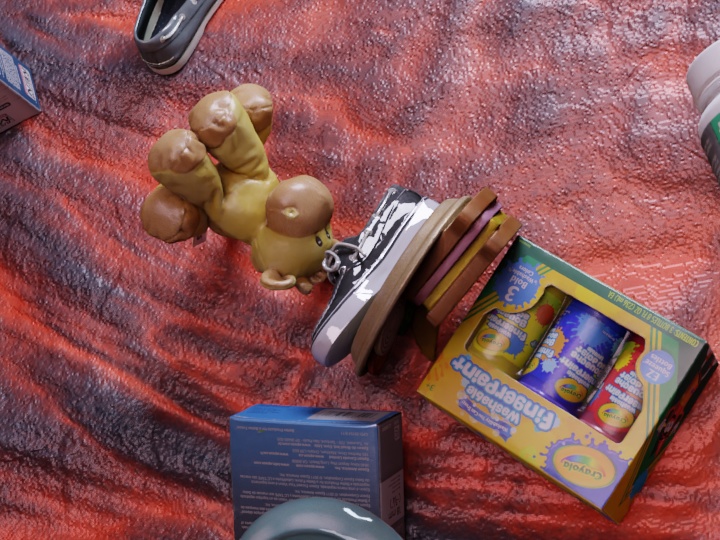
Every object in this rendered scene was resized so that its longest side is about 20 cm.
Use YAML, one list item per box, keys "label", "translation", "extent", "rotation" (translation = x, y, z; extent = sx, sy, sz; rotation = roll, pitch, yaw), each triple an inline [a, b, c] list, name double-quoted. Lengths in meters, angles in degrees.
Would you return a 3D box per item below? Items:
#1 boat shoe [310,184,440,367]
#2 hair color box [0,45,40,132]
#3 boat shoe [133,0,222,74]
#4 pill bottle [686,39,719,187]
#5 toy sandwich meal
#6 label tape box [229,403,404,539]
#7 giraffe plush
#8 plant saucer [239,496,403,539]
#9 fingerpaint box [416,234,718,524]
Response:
- label: "boat shoe"
  translation: [0.000, -0.002, 1.410]
  extent: [0.068, 0.074, 0.200]
  rotation: [29, 64, 13]
- label: "hair color box"
  translation: [-0.429, -0.206, 1.621]
  extent: [0.099, 0.200, 0.061]
  rotation: [-25, 65, 11]
- label: "boat shoe"
  translation: [-0.181, -0.306, 1.637]
  extent: [0.072, 0.062, 0.202]
  rotation: [19, 79, 26]
- label: "pill bottle"
  translation: [0.354, -0.097, 1.322]
  extent: [0.112, 0.113, 0.202]
  rotation: [-23, 65, 12]
- label: "toy sandwich meal"
  translation: [0.067, 0.018, 1.365]
  extent: [0.070, 0.205, 0.206]
  rotation: [32, 85, 8]
- label: "label tape box"
  translation: [-0.037, 0.225, 1.379]
  extent: [0.143, 0.063, 0.202]
  rotation: [1, 97, 22]
- label: "giraffe plush"
  translation: [-0.093, -0.052, 1.454]
  extent: [0.162, 0.201, 0.173]
  rotation: [34, 61, 23]
- label: "plant saucer"
  translation: [-0.033, 0.297, 1.338]
  extent: [0.198, 0.027, 0.203]
  rotation: [3, 98, 21]
- label: "fingerpaint box"
  translation: [0.177, 0.092, 1.346]
  extent: [0.199, 0.073, 0.168]
  rotation: [32, 85, 28]
